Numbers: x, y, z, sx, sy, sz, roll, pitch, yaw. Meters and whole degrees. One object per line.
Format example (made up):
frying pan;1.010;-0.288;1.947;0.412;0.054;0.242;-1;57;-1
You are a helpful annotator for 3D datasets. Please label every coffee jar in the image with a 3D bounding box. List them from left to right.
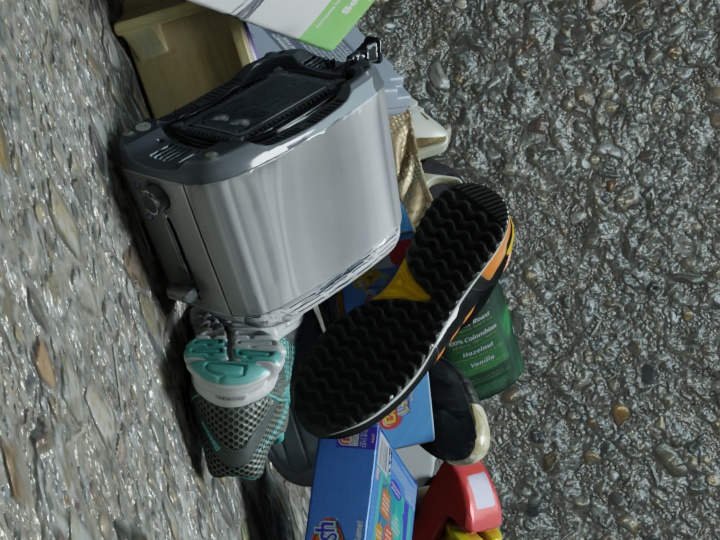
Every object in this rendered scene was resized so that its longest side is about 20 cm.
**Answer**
coffee jar;0.072;0.009;1.419;0.104;0.085;0.200;-115;-176;-53

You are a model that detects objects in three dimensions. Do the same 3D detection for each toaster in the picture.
toaster;-0.052;-0.055;1.071;0.200;0.114;0.129;-35;126;-36

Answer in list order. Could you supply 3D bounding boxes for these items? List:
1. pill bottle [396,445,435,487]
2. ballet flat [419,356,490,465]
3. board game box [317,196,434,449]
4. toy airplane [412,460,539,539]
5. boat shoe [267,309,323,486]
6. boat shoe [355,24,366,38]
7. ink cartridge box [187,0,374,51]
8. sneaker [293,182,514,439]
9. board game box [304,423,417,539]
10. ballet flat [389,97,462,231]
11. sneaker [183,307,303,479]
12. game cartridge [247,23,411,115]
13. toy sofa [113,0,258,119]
pill bottle;0.016;0.125;1.496;0.200;0.113;0.113;-88;162;-69
ballet flat;0.064;0.100;1.336;0.057;0.067;0.200;25;9;-24
board game box;0.000;0.000;1.278;0.196;0.056;0.200;-109;-170;-52
toy airplane;0.077;0.273;1.352;0.200;0.141;0.199;-53;132;-23
boat shoe;-0.038;0.094;1.272;0.200;0.073;0.067;-99;169;-48
boat shoe;-0.027;-0.173;1.371;0.062;0.073;0.200;-8;91;-41
ink cartridge box;-0.087;-0.234;1.088;0.146;0.084;0.200;51;20;24
sneaker;0.038;0.039;1.132;0.070;0.200;0.090;35;-6;24
board game box;-0.004;0.220;1.150;0.152;0.045;0.200;63;31;-64
ballet flat;0.043;-0.075;1.311;0.071;0.065;0.200;105;-28;-76
sneaker;-0.077;0.073;1.088;0.200;0.077;0.091;-68;159;-74
game cartridge;-0.068;-0.179;1.272;0.200;0.133;0.042;50;-45;30
toy sofa;-0.098;-0.102;1.183;0.098;0.083;0.200;-82;156;-72
